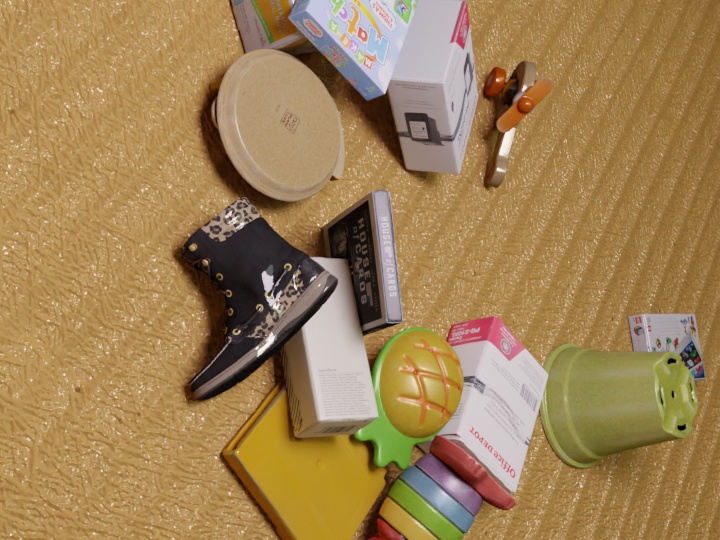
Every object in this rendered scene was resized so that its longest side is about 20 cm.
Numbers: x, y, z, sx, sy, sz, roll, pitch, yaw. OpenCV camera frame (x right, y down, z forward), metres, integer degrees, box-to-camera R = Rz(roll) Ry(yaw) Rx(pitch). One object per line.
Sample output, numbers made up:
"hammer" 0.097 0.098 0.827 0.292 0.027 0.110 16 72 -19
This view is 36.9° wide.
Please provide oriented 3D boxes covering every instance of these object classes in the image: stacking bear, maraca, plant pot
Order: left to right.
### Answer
"maraca" 0.059 0.158 1.358 0.137 0.107 0.200 52 52 -14
"stacking bear" 0.070 0.308 1.300 0.200 0.114 0.121 -49 126 -9
"plant pot" 0.409 0.201 1.669 0.200 0.184 0.201 14 70 -45

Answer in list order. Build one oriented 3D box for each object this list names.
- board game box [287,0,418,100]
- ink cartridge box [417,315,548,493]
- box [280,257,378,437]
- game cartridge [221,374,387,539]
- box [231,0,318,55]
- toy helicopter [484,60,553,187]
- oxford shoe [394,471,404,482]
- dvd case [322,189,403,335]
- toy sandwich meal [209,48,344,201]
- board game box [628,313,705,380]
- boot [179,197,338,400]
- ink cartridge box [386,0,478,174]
"board game box" 0.000 -0.333 1.321 0.151 0.037 0.200 41 54 -35
"ink cartridge box" 0.169 0.188 1.485 0.145 0.084 0.200 46 49 -29
"box" -0.045 0.088 1.248 0.082 0.068 0.200 3 64 -29
"game cartridge" -0.058 0.229 1.272 0.176 0.032 0.200 -50 119 -42
"box" -0.058 -0.340 1.363 0.200 0.101 0.113 -22 97 -48
"toy helicopter" 0.232 -0.224 1.643 0.079 0.132 0.200 17 84 -13
"oxford shoe" 0.103 0.346 1.385 0.071 0.071 0.200 -34 103 -44
"dvd case" 0.000 0.000 1.276 0.025 0.200 0.150 -4 82 -18
"toy sandwich meal" -0.102 -0.172 1.303 0.205 0.070 0.205 10 75 -41
"board game box" 0.559 0.142 1.959 0.200 0.035 0.126 3 77 -47
"boot" -0.142 0.030 1.185 0.200 0.073 0.151 -43 83 -2
"ink cartridge box" 0.101 -0.245 1.458 0.200 0.083 0.145 70 31 -57
